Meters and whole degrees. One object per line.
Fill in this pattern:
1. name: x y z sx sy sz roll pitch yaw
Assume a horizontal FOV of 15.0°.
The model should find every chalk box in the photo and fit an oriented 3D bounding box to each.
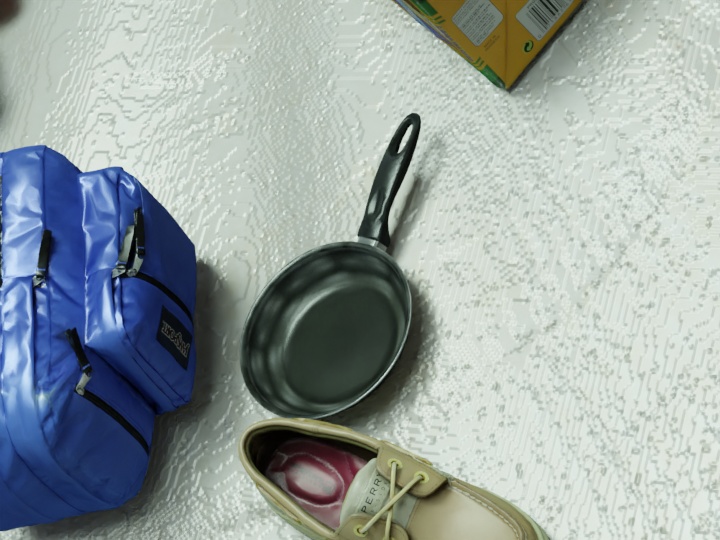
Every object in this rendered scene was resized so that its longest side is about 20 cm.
1. chalk box: 0.041 -0.226 1.635 0.125 0.124 0.200 -48 51 1

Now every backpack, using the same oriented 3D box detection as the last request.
1. backpack: -0.186 0.044 1.610 0.167 0.163 0.201 -11 59 23

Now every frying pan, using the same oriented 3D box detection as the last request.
1. frying pan: -0.015 0.004 1.608 0.115 0.031 0.191 -11 57 27

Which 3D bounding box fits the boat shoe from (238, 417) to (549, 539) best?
1. boat shoe: 0.012 0.132 1.500 0.200 0.066 0.074 15 75 37
